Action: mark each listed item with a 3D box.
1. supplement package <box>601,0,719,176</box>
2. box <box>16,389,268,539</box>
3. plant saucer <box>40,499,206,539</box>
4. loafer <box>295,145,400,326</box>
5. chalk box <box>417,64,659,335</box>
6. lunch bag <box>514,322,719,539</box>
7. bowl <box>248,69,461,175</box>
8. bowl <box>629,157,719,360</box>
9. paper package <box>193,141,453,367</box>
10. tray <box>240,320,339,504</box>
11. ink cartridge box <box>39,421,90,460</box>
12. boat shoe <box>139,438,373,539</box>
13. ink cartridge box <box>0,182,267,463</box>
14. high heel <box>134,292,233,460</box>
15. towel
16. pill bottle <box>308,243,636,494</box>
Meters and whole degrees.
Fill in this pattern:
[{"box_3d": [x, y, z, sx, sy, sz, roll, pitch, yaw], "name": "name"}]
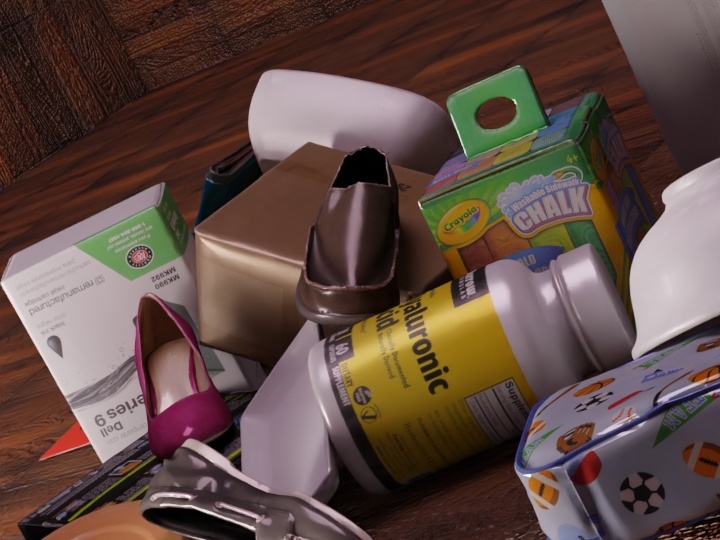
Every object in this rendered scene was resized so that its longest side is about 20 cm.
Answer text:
[{"box_3d": [0.320, -0.184, 1.680, 0.147, 0.191, 0.200, -31, 14, -17], "name": "supplement package"}, {"box_3d": [-0.131, 0.154, 1.604, 0.200, 0.048, 0.193, -35, 17, -33], "name": "box"}, {"box_3d": [-0.177, 0.214, 1.391, 0.200, 0.032, 0.200, -23, 27, 12], "name": "plant saucer"}, {"box_3d": [-0.008, -0.027, 1.512, 0.073, 0.071, 0.200, 0, 29, 1], "name": "loafer"}, {"box_3d": [0.126, -0.039, 1.486, 0.124, 0.200, 0.124, -22, 14, 21], "name": "chalk box"}, {"box_3d": [0.187, 0.080, 1.182, 0.200, 0.076, 0.160, -22, 8, 17], "name": "lunch bag"}, {"box_3d": [0.000, -0.070, 1.804, 0.200, 0.200, 0.075, 12, 54, 31], "name": "bowl"}, {"box_3d": [0.240, -0.023, 1.282, 0.201, 0.090, 0.201, -21, -9, -4], "name": "bowl"}, {"box_3d": [0.000, 0.000, 1.640, 0.200, 0.104, 0.191, 15, 32, 25], "name": "paper package"}, {"box_3d": [-0.045, 0.120, 1.454, 0.107, 0.022, 0.200, -54, 20, 23], "name": "tray"}, {"box_3d": [-0.191, 0.094, 1.957, 0.200, 0.057, 0.163, -14, 18, 30], "name": "ink cartridge box"}, {"box_3d": [-0.061, 0.164, 1.324, 0.200, 0.067, 0.057, 21, 61, 46], "name": "boat shoe"}, {"box_3d": [-0.180, 0.053, 1.756, 0.146, 0.200, 0.084, -26, 16, 5], "name": "ink cartridge box"}, {"box_3d": [-0.142, 0.077, 1.610, 0.067, 0.096, 0.200, -25, 12, 5], "name": "high heel"}, {"box_3d": [-0.124, -0.031, 1.897, 0.147, 0.022, 0.200, -45, -19, -55], "name": "towel"}, {"box_3d": [0.076, 0.060, 1.403, 0.200, 0.111, 0.111, -25, 13, 10], "name": "pill bottle"}]
